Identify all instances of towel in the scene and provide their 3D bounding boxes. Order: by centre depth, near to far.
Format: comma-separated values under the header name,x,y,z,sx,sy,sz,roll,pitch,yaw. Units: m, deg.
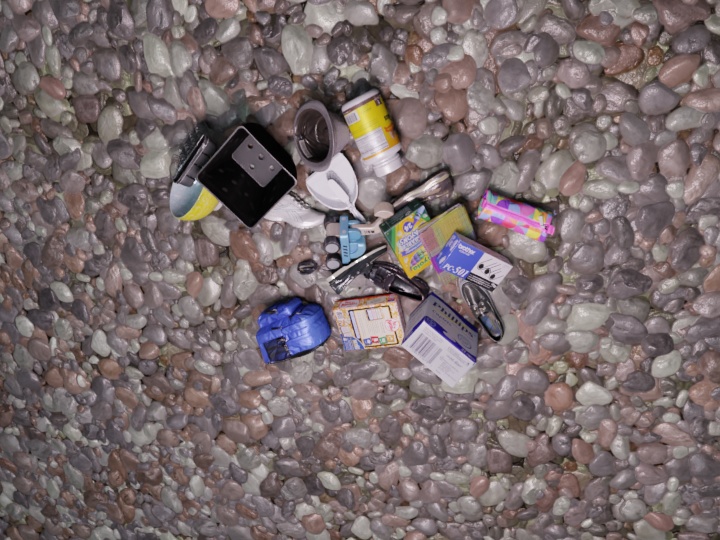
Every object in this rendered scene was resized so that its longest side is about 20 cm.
name,x,y,z,sx,sy,sz,roll,pitch,yaw
towel,0.240,-0.069,1.535,0.142,0.023,0.202,-32,125,-2

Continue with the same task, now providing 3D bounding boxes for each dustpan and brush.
name,x,y,z,sx,sy,sz,roll,pitch,yaw
dustpan and brush,-0.043,-0.201,1.592,0.138,0.058,0.200,-34,119,19

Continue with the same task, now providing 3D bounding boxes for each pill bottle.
name,x,y,z,sx,sy,sz,roll,pitch,yaw
pill bottle,0.036,-0.351,1.491,0.107,0.110,0.204,-20,105,20

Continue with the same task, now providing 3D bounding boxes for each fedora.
name,x,y,z,sx,sy,sz,roll,pitch,yaw
fedora,-0.092,-0.352,1.506,0.198,0.089,0.182,7,109,53

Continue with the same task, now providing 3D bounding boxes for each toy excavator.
name,x,y,z,sx,sy,sz,roll,pitch,yaw
toy excavator,-0.005,-0.104,1.584,0.194,0.102,0.197,-3,140,-1

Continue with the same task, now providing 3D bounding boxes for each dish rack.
name,x,y,z,sx,sy,sz,roll,pitch,yaw
dish rack,-0.459,-0.330,1.581,0.054,0.201,0.154,28,110,-41

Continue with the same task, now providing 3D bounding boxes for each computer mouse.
name,x,y,z,sx,sy,sz,roll,pitch,yaw
computer mouse,-0.096,-0.007,1.702,0.194,0.034,0.060,4,128,18

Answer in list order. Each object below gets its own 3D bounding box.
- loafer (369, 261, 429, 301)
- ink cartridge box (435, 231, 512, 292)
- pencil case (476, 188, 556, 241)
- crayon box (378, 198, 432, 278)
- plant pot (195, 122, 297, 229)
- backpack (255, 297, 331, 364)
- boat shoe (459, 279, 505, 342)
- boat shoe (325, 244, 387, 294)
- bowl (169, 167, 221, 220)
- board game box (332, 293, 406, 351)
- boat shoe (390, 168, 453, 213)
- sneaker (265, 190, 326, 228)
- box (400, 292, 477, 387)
name,x,y,z,sx,sy,sz,roll,pitch,yaw
loafer,0.101,0.033,1.646,0.195,0.063,0.073,21,115,5
ink cartridge box,0.302,-0.020,1.538,0.196,0.045,0.095,22,117,-28
pencil case,0.401,-0.142,1.496,0.195,0.089,0.090,20,114,7
crayon box,0.147,-0.071,1.542,0.124,0.052,0.202,-34,125,0
plant pot,-0.287,-0.275,1.552,0.199,0.179,0.200,-39,110,23
backpack,-0.197,0.172,1.720,0.195,0.163,0.172,-15,103,19
boat shoe,0.344,0.111,1.619,0.068,0.057,0.202,-31,101,22
boat shoe,0.000,0.000,1.620,0.196,0.074,0.067,-31,92,-15
bowl,-0.445,-0.226,1.646,0.106,0.203,0.200,22,124,-42
board game box,0.030,0.155,1.708,0.194,0.047,0.155,-7,117,17
boat shoe,0.160,-0.190,1.542,0.197,0.075,0.074,-29,102,23
sneaker,-0.189,-0.173,1.638,0.194,0.075,0.090,13,108,8
box,0.223,0.185,1.599,0.183,0.201,0.106,39,113,-4
